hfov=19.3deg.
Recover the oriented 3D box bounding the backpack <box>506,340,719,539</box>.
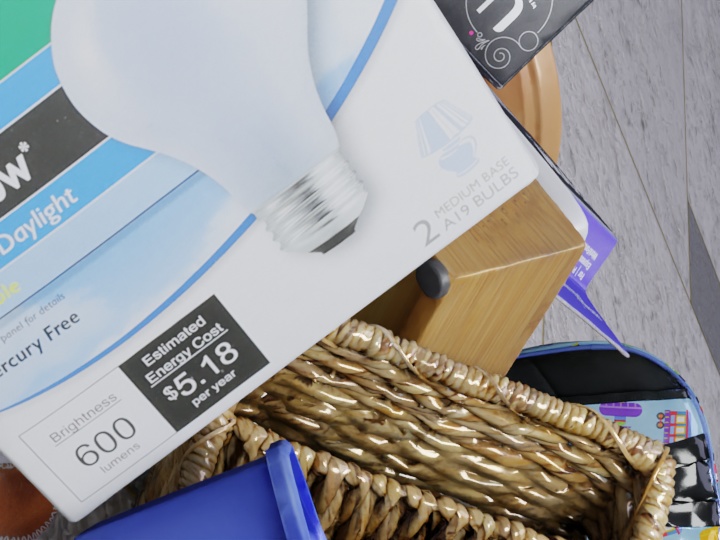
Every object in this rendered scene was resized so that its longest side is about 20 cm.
[{"bbox_3d":[0.111,0.128,1.202,0.134,0.199,0.184,10,69,-70],"label":"backpack"}]

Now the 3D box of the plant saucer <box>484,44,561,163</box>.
[{"bbox_3d":[0.047,-0.121,1.251,0.200,0.037,0.201,44,-36,45],"label":"plant saucer"}]

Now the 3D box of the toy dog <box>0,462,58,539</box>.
[{"bbox_3d":[-0.129,0.119,0.668,0.132,0.096,0.201,-73,147,-54],"label":"toy dog"}]

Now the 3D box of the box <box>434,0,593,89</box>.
[{"bbox_3d":[0.043,-0.182,0.980,0.132,0.115,0.200,44,5,-17],"label":"box"}]

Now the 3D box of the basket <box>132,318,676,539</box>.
[{"bbox_3d":[0.009,0.129,0.852,0.199,0.149,0.143,23,45,-12],"label":"basket"}]

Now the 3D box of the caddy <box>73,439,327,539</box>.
[{"bbox_3d":[-0.025,0.132,0.714,0.200,0.104,0.142,120,-48,-87],"label":"caddy"}]

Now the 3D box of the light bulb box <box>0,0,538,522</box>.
[{"bbox_3d":[-0.084,-0.067,0.668,0.200,0.198,0.125,52,1,-38],"label":"light bulb box"}]

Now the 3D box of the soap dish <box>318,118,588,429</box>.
[{"bbox_3d":[0.000,0.000,0.930,0.081,0.200,0.158,-19,61,-38],"label":"soap dish"}]

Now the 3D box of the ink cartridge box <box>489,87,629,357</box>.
[{"bbox_3d":[0.058,-0.063,1.053,0.200,0.043,0.198,54,10,30],"label":"ink cartridge box"}]
